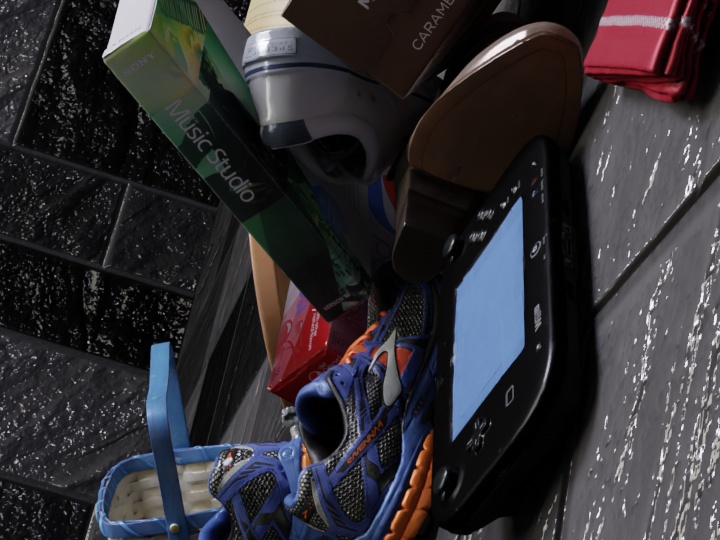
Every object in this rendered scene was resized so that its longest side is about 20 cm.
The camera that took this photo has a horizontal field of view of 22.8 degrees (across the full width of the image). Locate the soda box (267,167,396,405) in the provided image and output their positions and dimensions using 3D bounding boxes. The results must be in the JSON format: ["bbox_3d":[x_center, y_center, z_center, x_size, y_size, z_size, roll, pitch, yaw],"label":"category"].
[{"bbox_3d":[0.000,0.000,1.123,0.063,0.070,0.200,-38,31,40],"label":"soda box"}]

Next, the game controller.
[{"bbox_3d":[0.064,0.023,0.797,0.200,0.042,0.105,-85,15,-53],"label":"game controller"}]

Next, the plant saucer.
[{"bbox_3d":[-0.048,0.013,1.329,0.200,0.032,0.201,-9,-90,-85],"label":"plant saucer"}]

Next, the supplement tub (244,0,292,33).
[{"bbox_3d":[-0.027,-0.164,1.414,0.144,0.144,0.201,130,156,-70],"label":"supplement tub"}]

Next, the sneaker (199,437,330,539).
[{"bbox_3d":[-0.056,0.168,1.049,0.075,0.078,0.201,-83,0,-53],"label":"sneaker"}]

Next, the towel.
[{"bbox_3d":[0.144,-0.167,0.727,0.145,0.022,0.201,-118,48,-81],"label":"towel"}]

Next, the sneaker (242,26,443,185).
[{"bbox_3d":[-0.005,-0.082,1.012,0.200,0.073,0.071,11,-103,-57],"label":"sneaker"}]

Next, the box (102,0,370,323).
[{"bbox_3d":[-0.064,-0.082,1.008,0.036,0.200,0.145,-33,26,17],"label":"box"}]

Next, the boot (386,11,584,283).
[{"bbox_3d":[0.068,-0.089,0.935,0.200,0.070,0.146,-54,10,43],"label":"boot"}]

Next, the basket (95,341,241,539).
[{"bbox_3d":[-0.153,0.177,1.504,0.176,0.139,0.201,-99,-3,-71],"label":"basket"}]

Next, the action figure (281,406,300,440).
[{"bbox_3d":[-0.021,0.094,1.191,0.118,0.054,0.201,127,154,-59],"label":"action figure"}]

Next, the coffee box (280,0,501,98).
[{"bbox_3d":[0.039,-0.170,0.975,0.115,0.080,0.200,-56,-2,15],"label":"coffee box"}]

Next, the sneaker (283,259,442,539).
[{"bbox_3d":[0.006,0.065,0.964,0.200,0.078,0.075,-82,13,-46],"label":"sneaker"}]
